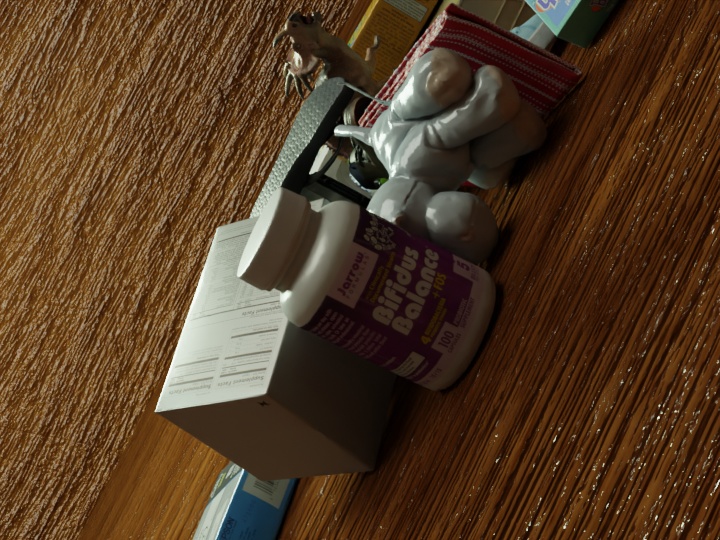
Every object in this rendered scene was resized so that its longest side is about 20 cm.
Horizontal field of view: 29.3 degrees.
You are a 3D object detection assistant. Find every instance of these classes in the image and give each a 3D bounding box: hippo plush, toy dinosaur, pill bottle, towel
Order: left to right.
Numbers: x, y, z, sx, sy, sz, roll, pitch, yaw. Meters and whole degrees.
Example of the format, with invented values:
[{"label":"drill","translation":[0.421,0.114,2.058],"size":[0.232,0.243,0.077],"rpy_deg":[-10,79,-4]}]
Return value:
[{"label":"toy dinosaur","translation":[-0.027,-0.194,1.556],"size":[0.086,0.134,0.202],"rpy_deg":[-154,55,-73]},{"label":"pill bottle","translation":[0.003,0.011,1.145],"size":[0.113,0.199,0.113],"rpy_deg":[-59,14,24]},{"label":"hippo plush","translation":[0.060,-0.090,1.225],"size":[0.160,0.198,0.162],"rpy_deg":[95,-173,-60]},{"label":"towel","translation":[0.097,-0.156,1.290],"size":[0.200,0.144,0.023],"rpy_deg":[-48,23,52]}]

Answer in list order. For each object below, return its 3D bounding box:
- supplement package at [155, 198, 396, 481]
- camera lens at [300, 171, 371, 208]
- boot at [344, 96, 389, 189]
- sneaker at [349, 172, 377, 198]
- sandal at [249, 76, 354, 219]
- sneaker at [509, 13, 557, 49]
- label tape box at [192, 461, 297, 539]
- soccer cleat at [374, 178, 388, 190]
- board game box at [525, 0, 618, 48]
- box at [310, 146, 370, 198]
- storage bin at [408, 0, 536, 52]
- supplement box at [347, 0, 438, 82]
[{"label":"supplement package","translation":[-0.064,0.069,1.281],"size":[0.150,0.152,0.202],"rpy_deg":[-12,51,40]},{"label":"camera lens","translation":[-0.054,0.001,1.553],"size":[0.201,0.159,0.160],"rpy_deg":[-61,11,-1]},{"label":"boot","translation":[0.012,-0.122,1.448],"size":[0.096,0.200,0.075],"rpy_deg":[-4,70,30]},{"label":"sneaker","translation":[0.050,-0.114,1.627],"size":[0.086,0.077,0.200],"rpy_deg":[-56,21,5]},{"label":"sandal","translation":[-0.058,-0.118,1.472],"size":[0.201,0.043,0.076],"rpy_deg":[-59,25,21]},{"label":"sneaker","translation":[0.116,-0.208,1.375],"size":[0.200,0.082,0.074],"rpy_deg":[-41,2,1]},{"label":"label tape box","translation":[-0.145,0.286,1.525],"size":[0.200,0.066,0.144],"rpy_deg":[-46,19,51]},{"label":"soccer cleat","translation":[0.000,0.000,1.420],"size":[0.201,0.081,0.068],"rpy_deg":[-61,14,2]},{"label":"board game box","translation":[0.193,-0.328,1.292],"size":[0.153,0.045,0.201],"rpy_deg":[-56,43,25]},{"label":"box","translation":[-0.029,-0.082,1.775],"size":[0.201,0.112,0.101],"rpy_deg":[-62,12,1]},{"label":"storage bin","translation":[0.123,-0.262,1.574],"size":[0.200,0.093,0.200],"rpy_deg":[-63,10,-8]},{"label":"supplement box","translation":[0.032,-0.285,1.632],"size":[0.201,0.068,0.067],"rpy_deg":[-60,8,19]}]
